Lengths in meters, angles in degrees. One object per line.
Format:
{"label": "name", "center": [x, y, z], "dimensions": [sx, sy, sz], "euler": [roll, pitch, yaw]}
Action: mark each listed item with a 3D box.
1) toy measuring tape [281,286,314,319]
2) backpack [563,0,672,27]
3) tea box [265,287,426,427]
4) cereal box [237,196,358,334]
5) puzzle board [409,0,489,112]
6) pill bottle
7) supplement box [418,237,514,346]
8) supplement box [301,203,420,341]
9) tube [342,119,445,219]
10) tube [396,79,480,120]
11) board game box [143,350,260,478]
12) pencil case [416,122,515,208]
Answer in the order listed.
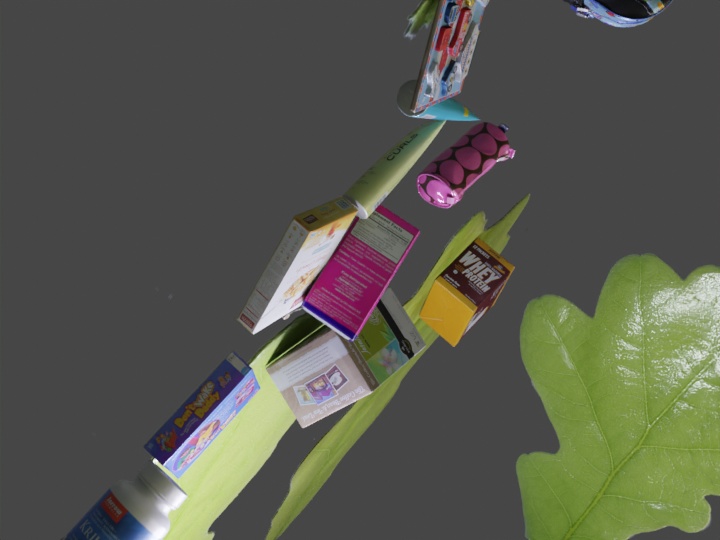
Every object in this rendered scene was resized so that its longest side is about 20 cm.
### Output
{"label": "toy measuring tape", "center": [-0.072, 0.061, 1.678], "dimensions": [0.199, 0.074, 0.074], "euler": [-23, 151, -45]}
{"label": "backpack", "center": [0.400, -0.464, 1.525], "dimensions": [0.183, 0.199, 0.135], "euler": [-50, 167, -4]}
{"label": "tea box", "center": [-0.026, 0.157, 1.793], "dimensions": [0.199, 0.134, 0.196], "euler": [-32, -178, 39]}
{"label": "cereal box", "center": [-0.092, -0.009, 1.464], "dimensions": [0.144, 0.039, 0.201], "euler": [-31, 156, -57]}
{"label": "puzzle board", "center": [0.130, -0.317, 1.320], "dimensions": [0.150, 0.017, 0.202], "euler": [-32, 143, -54]}
{"label": "pill bottle", "center": [-0.359, 0.388, 1.493], "dimensions": [0.200, 0.112, 0.112], "euler": [-48, 167, -13]}
{"label": "supplement box", "center": [0.288, 0.059, 2.706], "dimensions": [0.200, 0.132, 0.198], "euler": [-42, 164, -31]}
{"label": "supplement box", "center": [0.000, 0.000, 1.570], "dimensions": [0.201, 0.103, 0.101], "euler": [-57, 179, -6]}
{"label": "tube", "center": [0.053, -0.165, 1.515], "dimensions": [0.200, 0.058, 0.052], "euler": [-47, 150, -17]}
{"label": "tube", "center": [0.113, -0.243, 1.460], "dimensions": [0.051, 0.077, 0.200], "euler": [-62, 161, 15]}
{"label": "board game box", "center": [-0.248, 0.232, 1.585], "dimensions": [0.200, 0.045, 0.135], "euler": [-47, 166, -15]}
{"label": "pencil case", "center": [0.192, -0.190, 1.805], "dimensions": [0.200, 0.093, 0.091], "euler": [-42, 165, -30]}
